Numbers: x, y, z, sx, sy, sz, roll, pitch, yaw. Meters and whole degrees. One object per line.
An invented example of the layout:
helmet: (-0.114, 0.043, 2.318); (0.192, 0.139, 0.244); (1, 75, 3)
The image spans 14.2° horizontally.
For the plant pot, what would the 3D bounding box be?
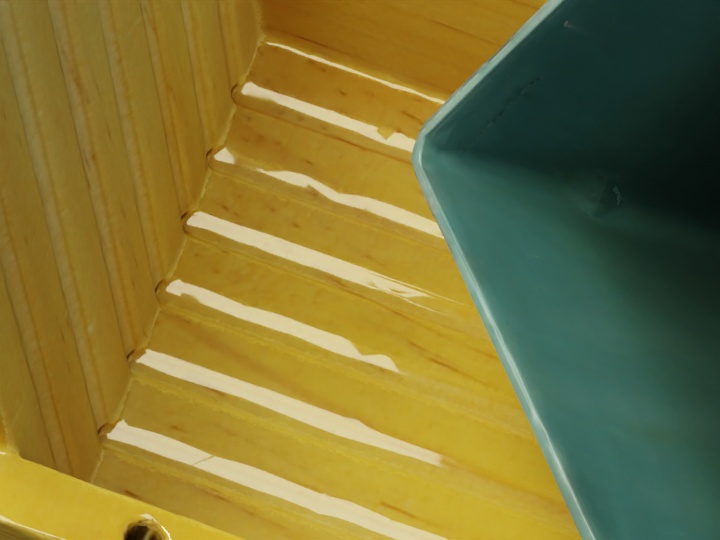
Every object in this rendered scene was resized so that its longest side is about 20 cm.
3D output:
plant pot: (0.145, 0.002, 0.619); (0.200, 0.141, 0.142); (15, 41, -45)

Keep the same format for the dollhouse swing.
dollhouse swing: (-0.003, -0.024, 0.630); (0.181, 0.176, 0.200); (19, 54, 0)
